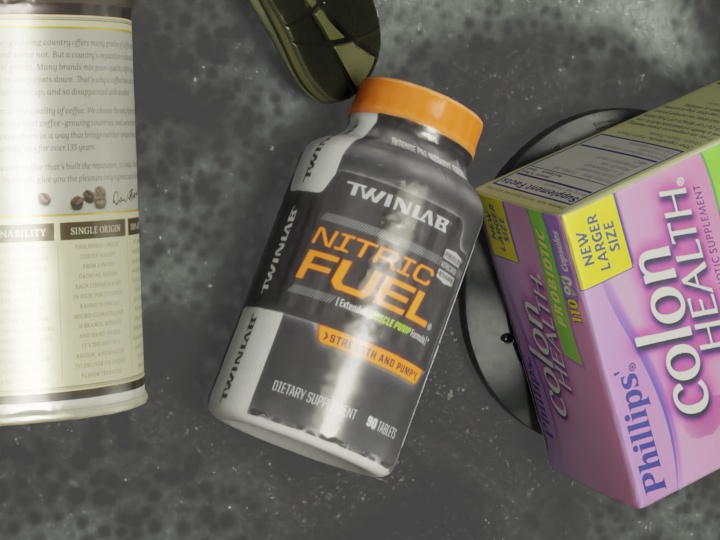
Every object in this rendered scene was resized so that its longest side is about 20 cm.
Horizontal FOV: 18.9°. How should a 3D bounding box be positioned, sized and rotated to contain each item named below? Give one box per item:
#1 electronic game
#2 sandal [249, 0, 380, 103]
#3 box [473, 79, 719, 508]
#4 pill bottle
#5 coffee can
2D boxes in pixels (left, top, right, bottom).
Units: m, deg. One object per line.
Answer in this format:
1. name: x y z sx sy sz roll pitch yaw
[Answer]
1. electronic game: 0.146 0.005 1.265 0.200 0.042 0.200 -5 102 -25
2. sandal: -0.049 -0.180 1.151 0.080 0.057 0.201 -34 122 -29
3. box: 0.189 0.004 1.208 0.200 0.097 0.176 -23 109 -20
4. pill bottle: 0.000 0.000 1.151 0.106 0.106 0.200 25 80 -27
5. coffee can: -0.177 -0.033 1.031 0.146 0.146 0.200 -4 93 -28
